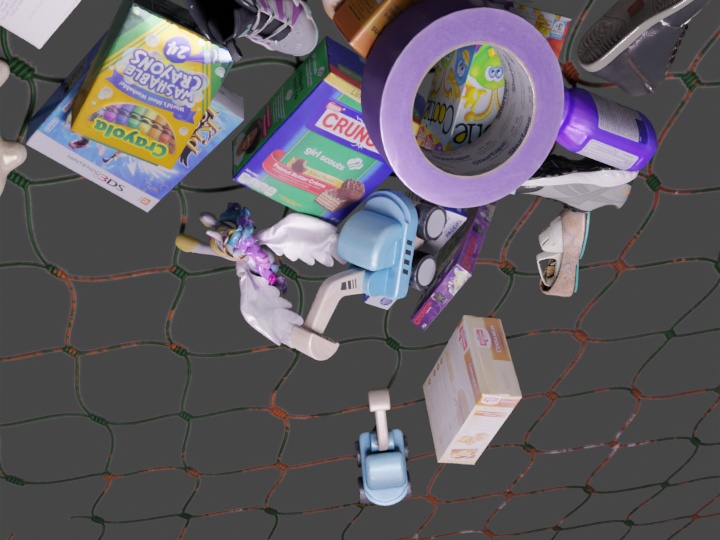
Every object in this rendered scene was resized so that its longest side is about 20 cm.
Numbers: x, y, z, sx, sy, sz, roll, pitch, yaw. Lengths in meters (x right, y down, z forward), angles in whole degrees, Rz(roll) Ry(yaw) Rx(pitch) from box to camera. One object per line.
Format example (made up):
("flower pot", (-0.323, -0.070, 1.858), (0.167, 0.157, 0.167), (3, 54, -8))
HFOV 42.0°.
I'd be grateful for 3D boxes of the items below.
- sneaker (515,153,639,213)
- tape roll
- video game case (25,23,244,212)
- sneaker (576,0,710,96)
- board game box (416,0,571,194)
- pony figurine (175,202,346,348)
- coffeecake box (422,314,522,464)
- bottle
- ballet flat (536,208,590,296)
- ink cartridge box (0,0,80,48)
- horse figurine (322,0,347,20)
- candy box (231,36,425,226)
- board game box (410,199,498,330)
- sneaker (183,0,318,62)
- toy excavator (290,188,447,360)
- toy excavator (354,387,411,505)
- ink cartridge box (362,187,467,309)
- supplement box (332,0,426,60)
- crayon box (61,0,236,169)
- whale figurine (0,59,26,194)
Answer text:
("sneaker", (0.278, -0.112, 1.263), (0.195, 0.074, 0.081), (-1, 121, -9))
("tape roll", (0.103, -0.174, 0.964), (0.195, 0.085, 0.204), (-6, 116, -13))
("video game case", (-0.269, -0.179, 1.125), (0.199, 0.046, 0.180), (-37, 133, 28))
("sneaker", (0.360, -0.291, 1.100), (0.105, 0.076, 0.199), (20, 141, -35))
("board game box", (0.144, -0.206, 1.066), (0.101, 0.105, 0.204), (8, 111, -18))
("pony figurine", (-0.137, -0.013, 1.222), (0.191, 0.199, 0.169), (28, 84, -24))
("coffeecake box", (0.179, 0.199, 1.546), (0.071, 0.156, 0.202), (6, 137, -17))
("bottle", (0.281, -0.187, 1.184), (0.196, 0.085, 0.066), (14, 135, -25))
("ballet flat", (0.294, -0.029, 1.381), (0.066, 0.069, 0.202), (-2, 137, 3))
("ink cartridge box", (-0.356, -0.324, 0.867), (0.085, 0.150, 0.199), (-36, 132, 29))
("horse figurine", (-0.010, -0.321, 1.008), (0.131, 0.050, 0.201), (-27, 133, 8))
("candy box", (-0.037, -0.163, 1.158), (0.167, 0.078, 0.200), (23, 129, -34))
("board game box", (0.130, -0.021, 1.265), (0.032, 0.201, 0.120), (36, 129, -6))
("sneaker", (-0.120, -0.260, 0.985), (0.198, 0.142, 0.077), (30, 127, -35))
("toy excavator", (0.000, 0.000, 1.172), (0.198, 0.099, 0.199), (-9, 114, -46))
("toy excavator", (0.042, 0.317, 1.672), (0.098, 0.199, 0.200), (-5, 167, -3))
("ink cartridge box", (0.067, -0.046, 1.296), (0.044, 0.095, 0.201), (16, 133, -27))
("supplement box", (0.064, -0.306, 0.974), (0.066, 0.069, 0.200), (31, 108, -39))
("crayon box", (-0.236, -0.197, 1.037), (0.124, 0.052, 0.201), (19, 125, -30))
("whale figurine", (-0.466, -0.162, 1.087), (0.156, 0.104, 0.203), (13, 110, -23))
